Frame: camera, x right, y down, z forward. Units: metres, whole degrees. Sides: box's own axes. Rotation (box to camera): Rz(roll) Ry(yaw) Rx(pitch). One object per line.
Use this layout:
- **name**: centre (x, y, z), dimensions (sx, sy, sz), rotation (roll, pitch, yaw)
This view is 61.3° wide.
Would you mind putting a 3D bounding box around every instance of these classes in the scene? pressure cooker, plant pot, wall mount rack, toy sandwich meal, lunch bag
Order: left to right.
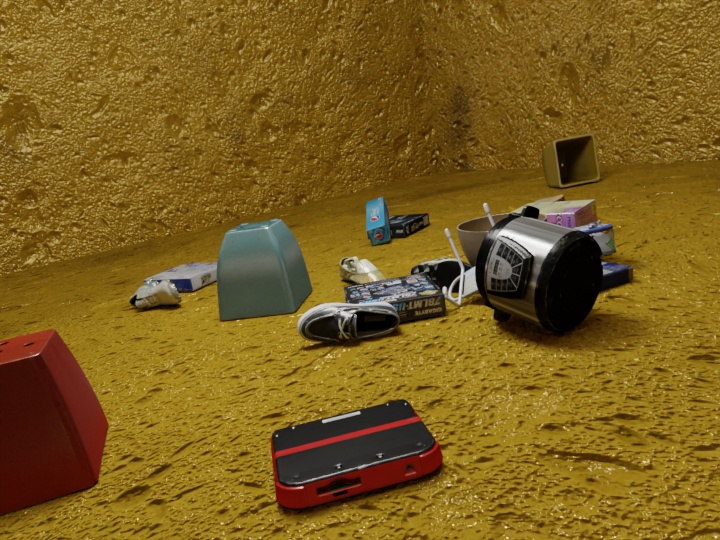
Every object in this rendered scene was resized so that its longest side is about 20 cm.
- **plant pot**: centre (-0.471, 0.194, 0.824), dimensions (0.195, 0.181, 0.200), rotation (-13, 14, -16)
- **plant pot**: centre (-0.244, -0.013, 1.487), dimensions (0.190, 0.205, 0.197), rotation (-7, 12, 10)
- **wall mount rack**: centre (0.233, -0.027, 1.245), dimensions (0.199, 0.074, 0.177), rotation (-33, 36, 43)
- **plant pot**: centre (0.320, -0.042, 1.353), dimensions (0.195, 0.138, 0.201), rotation (-9, 12, 2)
- **pressure cooker**: centre (0.297, 0.001, 1.065), dimensions (0.175, 0.181, 0.199), rotation (-41, 36, -18)
- **toy sandwich meal**: centre (0.568, -0.196, 1.972), dimensions (0.199, 0.072, 0.205), rotation (-9, 13, 2)
- **plant pot**: centre (0.891, -0.467, 2.644), dimensions (0.189, 0.201, 0.200), rotation (-11, 5, -9)
- **lunch bag**: centre (0.480, -0.059, 1.377), dimensions (0.156, 0.078, 0.200), rotation (-11, -1, 7)

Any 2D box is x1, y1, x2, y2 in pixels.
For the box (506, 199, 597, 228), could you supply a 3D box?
- **box**: centre (0.514, -0.122, 1.642), dimensions (0.196, 0.099, 0.174), rotation (0, 16, 39)

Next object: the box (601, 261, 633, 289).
- **box**: centre (0.438, 0.018, 1.241), dimensions (0.195, 0.033, 0.121), rotation (-12, 13, -21)

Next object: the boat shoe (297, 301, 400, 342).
- **boat shoe**: centre (-0.022, 0.102, 1.148), dimensions (0.194, 0.074, 0.068), rotation (-4, 10, -8)

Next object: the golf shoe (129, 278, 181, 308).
- **golf shoe**: centre (-0.563, 0.078, 1.665), dimensions (0.197, 0.080, 0.097), rotation (-3, 30, 48)

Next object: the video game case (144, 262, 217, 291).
- **video game case**: centre (-0.539, 0.021, 1.899), dimensions (0.195, 0.047, 0.181), rotation (-2, 16, 28)

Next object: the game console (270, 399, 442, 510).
- **game console**: centre (-0.011, 0.218, 0.743), dimensions (0.195, 0.032, 0.177), rotation (-11, 8, -9)

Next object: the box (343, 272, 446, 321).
- **box**: centre (0.066, 0.061, 1.291), dimensions (0.195, 0.051, 0.199), rotation (-10, 14, -4)

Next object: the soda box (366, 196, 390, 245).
- **soda box**: centre (0.060, -0.171, 2.081), dimensions (0.066, 0.065, 0.202), rotation (-17, 32, 12)

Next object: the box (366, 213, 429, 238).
- **box**: centre (0.137, -0.160, 2.186), dimensions (0.157, 0.045, 0.199), rotation (0, 16, 35)

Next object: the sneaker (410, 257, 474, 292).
- **sneaker**: centre (0.211, 0.000, 1.390), dimensions (0.087, 0.076, 0.198), rotation (-21, 18, -36)

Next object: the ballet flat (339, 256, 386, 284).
- **ballet flat**: centre (0.000, 0.000, 1.559), dimensions (0.069, 0.073, 0.199), rotation (-15, 15, -26)
